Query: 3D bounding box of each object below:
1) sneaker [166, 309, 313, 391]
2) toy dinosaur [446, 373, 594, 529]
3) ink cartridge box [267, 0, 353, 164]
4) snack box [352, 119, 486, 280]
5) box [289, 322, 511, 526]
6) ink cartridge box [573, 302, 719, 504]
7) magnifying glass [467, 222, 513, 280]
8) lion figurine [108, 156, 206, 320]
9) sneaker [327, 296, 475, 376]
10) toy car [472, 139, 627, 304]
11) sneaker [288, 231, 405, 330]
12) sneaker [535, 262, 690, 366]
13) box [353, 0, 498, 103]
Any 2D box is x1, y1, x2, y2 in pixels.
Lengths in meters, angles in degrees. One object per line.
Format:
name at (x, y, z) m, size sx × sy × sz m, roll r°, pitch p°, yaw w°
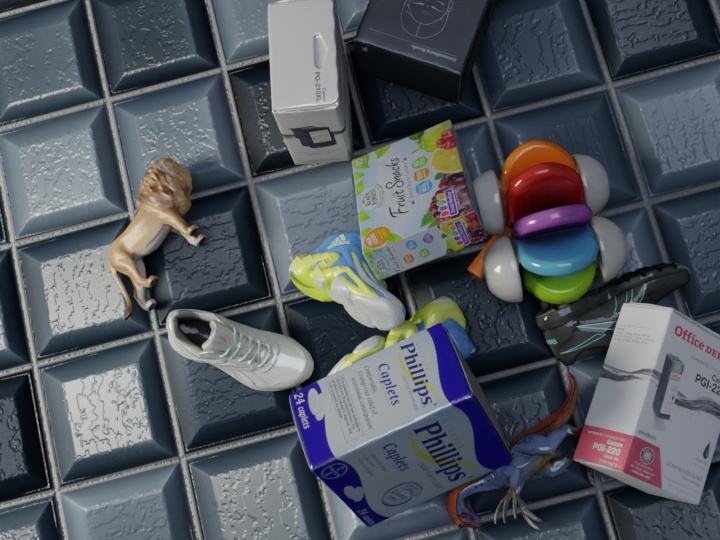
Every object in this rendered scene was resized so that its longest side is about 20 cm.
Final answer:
sneaker at (-0.157, 0.098, 1.337) m, size 0.199 × 0.099 × 0.078 m, roll 15°, pitch 79°, yaw 7°
toy dinosaur at (0.192, 0.245, 1.313) m, size 0.181 × 0.105 × 0.200 m, roll -10°, pitch 43°, yaw 11°
ink cartridge box at (-0.060, -0.235, 1.350) m, size 0.084 × 0.200 × 0.145 m, roll -5°, pitch 77°, yaw 3°
snack box at (0.068, -0.090, 1.318) m, size 0.142 × 0.053 × 0.200 m, roll -22°, pitch 37°, yaw 12°
box at (0.050, 0.184, 1.240) m, size 0.199 × 0.184 × 0.105 m, roll -27°, pitch 51°, yaw 6°
ink cartridge box at (0.355, 0.156, 1.264) m, size 0.145 × 0.085 × 0.201 m, roll 26°, pitch 77°, yaw -30°
magnifying glass at (0.208, -0.072, 1.388) m, size 0.079 × 0.022 × 0.200 m, roll 37°, pitch 84°, yaw 11°
lion figurine at (-0.278, -0.045, 1.394) m, size 0.122 × 0.072 × 0.200 m, roll 39°, pitch 87°, yaw 18°
sneaker at (0.055, 0.122, 1.322) m, size 0.200 × 0.076 × 0.105 m, roll -34°, pitch 78°, yaw -4°
toy car at (0.228, -0.063, 1.297) m, size 0.174 × 0.150 × 0.201 m, roll -11°, pitch 74°, yaw 1°
sneaker at (0.000, 0.000, 1.328) m, size 0.200 × 0.076 × 0.105 m, roll 24°, pitch 64°, yaw 42°
sneaker at (0.321, 0.051, 1.337) m, size 0.199 × 0.075 × 0.080 m, roll -23°, pitch 91°, yaw 5°
box at (0.096, -0.348, 1.411) m, size 0.148 × 0.107 × 0.201 m, roll 20°, pitch 79°, yaw 8°
